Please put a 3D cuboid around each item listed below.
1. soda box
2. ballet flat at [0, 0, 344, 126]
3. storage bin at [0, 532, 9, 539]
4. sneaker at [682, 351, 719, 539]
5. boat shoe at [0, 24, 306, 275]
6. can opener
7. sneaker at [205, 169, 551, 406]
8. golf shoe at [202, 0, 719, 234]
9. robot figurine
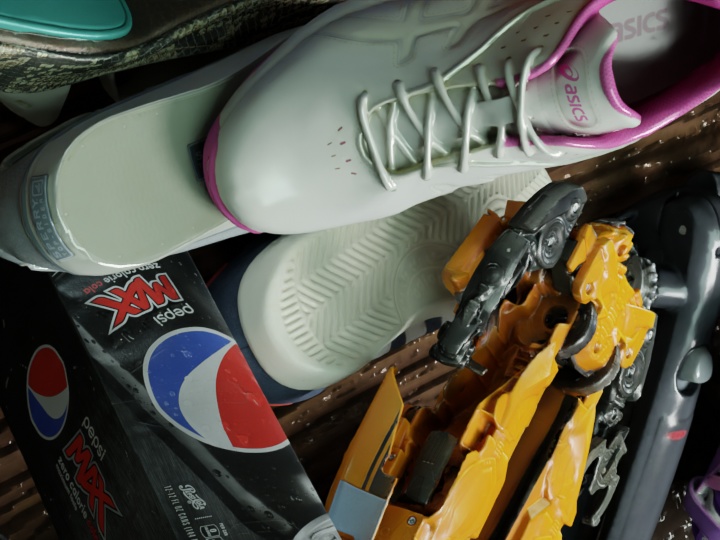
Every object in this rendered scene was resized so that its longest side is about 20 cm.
[{"bbox_3d":[-0.070,0.067,1.005,0.063,0.200,0.071,-2,135,-33],"label":"soda box"},{"bbox_3d":[-0.088,-0.088,1.025,0.199,0.068,0.076,-12,141,-31],"label":"ballet flat"},{"bbox_3d":[-0.117,0.174,1.062,0.094,0.135,0.200,-48,127,-6],"label":"storage bin"},{"bbox_3d":[0.179,0.087,1.240,0.088,0.081,0.200,-33,150,0],"label":"sneaker"},{"bbox_3d":[-0.052,-0.045,1.032,0.200,0.071,0.070,-20,101,-42],"label":"boat shoe"},{"bbox_3d":[0.121,0.056,1.218,0.078,0.063,0.201,5,106,-33],"label":"can opener"},{"bbox_3d":[0.000,0.000,1.118,0.200,0.084,0.075,-21,89,-49],"label":"sneaker"},{"bbox_3d":[0.043,-0.063,0.966,0.199,0.092,0.076,-23,107,-5],"label":"golf shoe"},{"bbox_3d":[0.045,0.063,1.060,0.201,0.058,0.145,-62,146,-20],"label":"robot figurine"}]
